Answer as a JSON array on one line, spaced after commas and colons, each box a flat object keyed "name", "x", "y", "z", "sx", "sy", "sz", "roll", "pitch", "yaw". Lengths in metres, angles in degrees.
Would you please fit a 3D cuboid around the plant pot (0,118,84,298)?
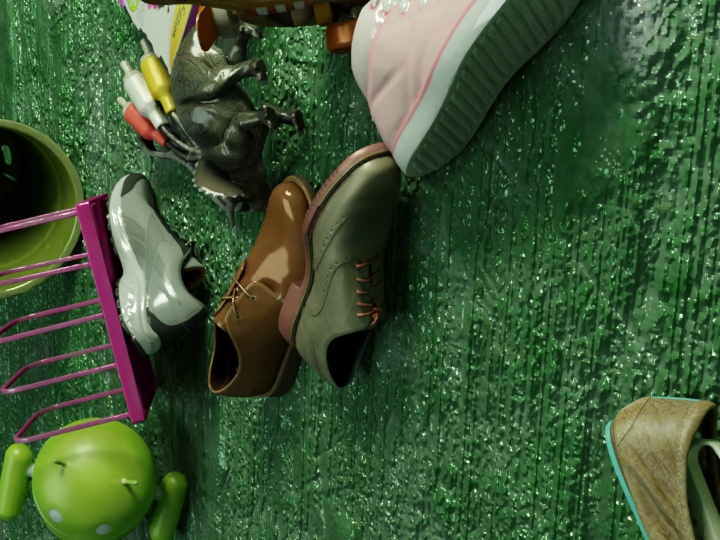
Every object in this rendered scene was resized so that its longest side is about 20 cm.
[{"name": "plant pot", "x": -0.426, "y": -0.095, "z": 1.295, "sx": 0.190, "sy": 0.199, "sz": 0.201, "roll": -138, "pitch": 51, "yaw": -58}]

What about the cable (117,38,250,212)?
[{"name": "cable", "x": -0.163, "y": -0.109, "z": 1.023, "sx": 0.200, "sy": 0.050, "sz": 0.097, "roll": 56, "pitch": 134, "yaw": 31}]

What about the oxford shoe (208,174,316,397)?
[{"name": "oxford shoe", "x": -0.077, "y": 0.019, "z": 0.915, "sx": 0.071, "sy": 0.071, "sz": 0.201, "roll": 40, "pitch": 125, "yaw": 45}]

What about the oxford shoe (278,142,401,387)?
[{"name": "oxford shoe", "x": 0.000, "y": 0.000, "z": 0.814, "sx": 0.075, "sy": 0.070, "sz": 0.201, "roll": 51, "pitch": 144, "yaw": 31}]

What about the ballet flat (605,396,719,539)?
[{"name": "ballet flat", "x": 0.189, "y": 0.159, "z": 0.595, "sx": 0.072, "sy": 0.068, "sz": 0.201, "roll": -24, "pitch": 72, "yaw": 33}]

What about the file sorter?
[{"name": "file sorter", "x": -0.277, "y": 0.043, "z": 1.074, "sx": 0.139, "sy": 0.125, "sz": 0.201, "roll": -128, "pitch": 25, "yaw": -82}]

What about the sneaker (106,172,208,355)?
[{"name": "sneaker", "x": -0.185, "y": -0.012, "z": 1.064, "sx": 0.074, "sy": 0.079, "sz": 0.201, "roll": 71, "pitch": 180, "yaw": -52}]

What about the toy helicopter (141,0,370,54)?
[{"name": "toy helicopter", "x": -0.077, "y": -0.184, "z": 0.769, "sx": 0.132, "sy": 0.200, "sz": 0.079, "roll": -3, "pitch": 94, "yaw": 36}]

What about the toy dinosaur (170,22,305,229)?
[{"name": "toy dinosaur", "x": -0.108, "y": -0.132, "z": 0.893, "sx": 0.102, "sy": 0.077, "sz": 0.201, "roll": -18, "pitch": 103, "yaw": 23}]

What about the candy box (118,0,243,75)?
[{"name": "candy box", "x": -0.160, "y": -0.277, "z": 0.985, "sx": 0.200, "sy": 0.061, "sz": 0.137, "roll": 52, "pitch": 133, "yaw": 34}]

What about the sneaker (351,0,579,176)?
[{"name": "sneaker", "x": 0.054, "y": -0.155, "z": 0.701, "sx": 0.105, "sy": 0.075, "sz": 0.200, "roll": 60, "pitch": 142, "yaw": 20}]

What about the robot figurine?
[{"name": "robot figurine", "x": -0.259, "y": 0.207, "z": 1.125, "sx": 0.200, "sy": 0.174, "sz": 0.116, "roll": 128, "pitch": 154, "yaw": -69}]
